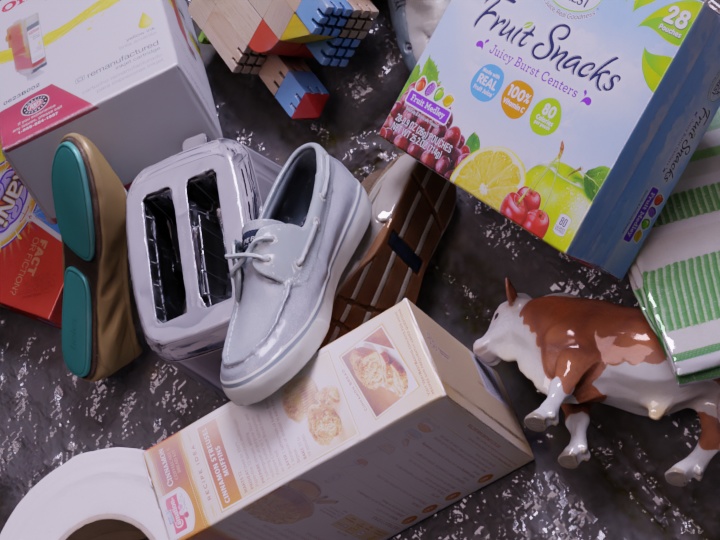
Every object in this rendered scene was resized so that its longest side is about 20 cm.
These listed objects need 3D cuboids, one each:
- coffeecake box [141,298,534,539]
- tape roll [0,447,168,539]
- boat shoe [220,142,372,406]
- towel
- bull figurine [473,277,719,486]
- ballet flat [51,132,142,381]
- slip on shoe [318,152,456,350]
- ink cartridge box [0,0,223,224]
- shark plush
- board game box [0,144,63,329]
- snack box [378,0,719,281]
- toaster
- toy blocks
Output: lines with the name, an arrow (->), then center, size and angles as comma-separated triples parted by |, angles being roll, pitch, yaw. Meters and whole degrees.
coffeecake box -> -0.012, 0.119, 1.070 | 0.199, 0.153, 0.073 | -31, 59, 13
tape roll -> -0.162, 0.228, 1.155 | 0.201, 0.071, 0.204 | -9, 68, 23
boat shoe -> -0.053, -0.004, 1.055 | 0.070, 0.072, 0.201 | -19, 33, 35
towel -> 0.229, -0.028, 1.036 | 0.152, 0.023, 0.201 | -15, 52, -3
bull figurine -> 0.160, 0.064, 1.033 | 0.199, 0.065, 0.122 | 3, 49, 16
ballet flat -> -0.185, -0.014, 1.204 | 0.069, 0.063, 0.201 | 37, 134, 40
slip on shoe -> 0.000, 0.000, 1.136 | 0.060, 0.076, 0.201 | -5, 49, 42
ink cartridge box -> -0.197, -0.150, 1.260 | 0.144, 0.084, 0.201 | -26, 42, 5
shark plush -> 0.017, -0.231, 1.240 | 0.200, 0.091, 0.084 | 50, 128, 26
board game box -> -0.281, -0.049, 1.334 | 0.199, 0.040, 0.154 | 15, 79, 30
snack box -> 0.124, -0.114, 1.053 | 0.200, 0.067, 0.169 | 38, 102, 46
toaster -> -0.090, 0.005, 1.166 | 0.113, 0.129, 0.201 | -18, 64, 21
toy blocks -> -0.045, -0.206, 1.219 | 0.137, 0.100, 0.200 | 53, 126, 31
